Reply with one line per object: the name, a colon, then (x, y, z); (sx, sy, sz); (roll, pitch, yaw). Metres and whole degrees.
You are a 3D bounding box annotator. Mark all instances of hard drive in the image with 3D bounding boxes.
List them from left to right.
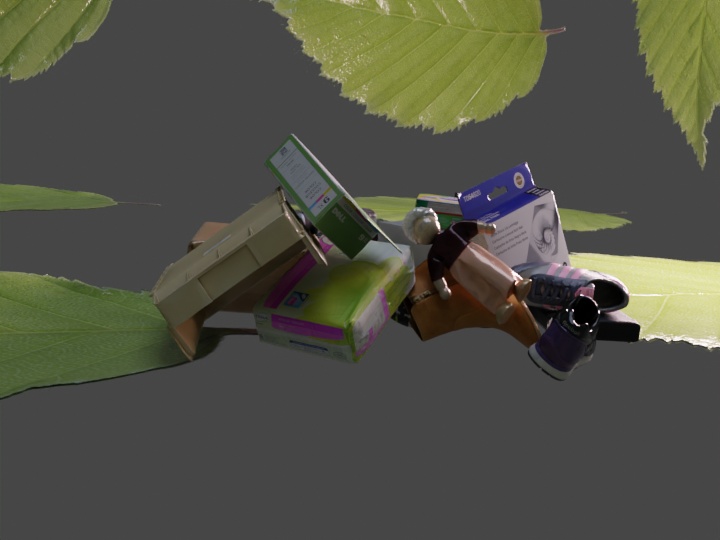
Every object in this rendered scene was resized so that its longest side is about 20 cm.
hard drive: (0.343, 0.068, 1.217); (0.135, 0.034, 0.200); (4, 11, -5)

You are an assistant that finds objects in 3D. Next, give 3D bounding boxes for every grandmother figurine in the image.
grandmother figurine: (0.138, -0.021, 1.030); (0.199, 0.122, 0.061); (38, -15, 23)

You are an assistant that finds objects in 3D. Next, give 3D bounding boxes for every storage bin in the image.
storage bin: (-0.151, -0.004, 0.953); (0.198, 0.095, 0.199); (-34, 14, 1)

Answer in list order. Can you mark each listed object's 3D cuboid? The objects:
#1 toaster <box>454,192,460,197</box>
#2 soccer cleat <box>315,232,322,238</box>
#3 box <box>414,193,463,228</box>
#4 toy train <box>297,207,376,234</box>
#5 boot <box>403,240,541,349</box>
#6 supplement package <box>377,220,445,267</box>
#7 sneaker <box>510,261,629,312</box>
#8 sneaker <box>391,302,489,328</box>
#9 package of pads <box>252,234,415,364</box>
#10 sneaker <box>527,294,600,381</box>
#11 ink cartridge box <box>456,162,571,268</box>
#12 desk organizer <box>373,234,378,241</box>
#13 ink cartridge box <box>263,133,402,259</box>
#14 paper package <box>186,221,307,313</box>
toaster: (0.270, -0.055, 1.492); (0.175, 0.122, 0.202); (5, 30, 2)
soccer cleat: (0.000, 0.000, 1.278); (0.195, 0.075, 0.068); (20, 35, 15)
box: (0.155, -0.106, 1.349); (0.114, 0.050, 0.200); (7, 8, 4)
toy train: (-0.052, -0.069, 1.529); (0.195, 0.118, 0.085); (-2, 12, -31)
boot: (0.147, 0.065, 1.056); (0.142, 0.203, 0.071); (-31, -24, -13)
supplement package: (0.133, -0.012, 1.296); (0.197, 0.125, 0.118); (14, 13, 42)
sneaker: (0.311, 0.027, 1.142); (0.194, 0.072, 0.082); (1, 9, -7)
sneaker: (0.121, 0.054, 1.145); (0.194, 0.076, 0.081); (7, -3, -4)
package of pads: (-0.026, 0.030, 1.000); (0.151, 0.070, 0.201); (9, 37, 27)
sneaker: (0.286, 0.073, 0.982); (0.075, 0.089, 0.199); (37, 25, 13)
ink cartridge box: (0.255, -0.056, 1.224); (0.197, 0.205, 0.040); (-27, 12, -37)
desk organizer: (0.096, -0.034, 1.510); (0.196, 0.079, 0.071); (-5, 14, -41)
ink cartridge box: (-0.039, -0.082, 0.987); (0.201, 0.059, 0.104); (50, 5, 37)
paper package: (-0.172, -0.005, 1.192); (0.185, 0.107, 0.200); (5, 10, -7)
